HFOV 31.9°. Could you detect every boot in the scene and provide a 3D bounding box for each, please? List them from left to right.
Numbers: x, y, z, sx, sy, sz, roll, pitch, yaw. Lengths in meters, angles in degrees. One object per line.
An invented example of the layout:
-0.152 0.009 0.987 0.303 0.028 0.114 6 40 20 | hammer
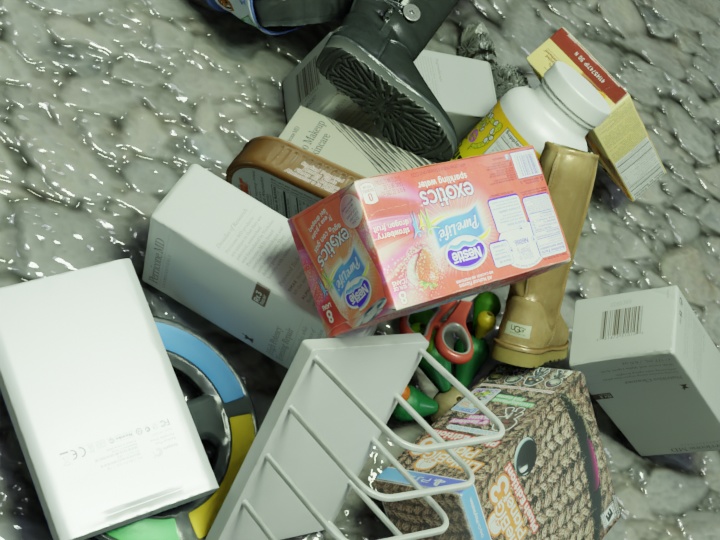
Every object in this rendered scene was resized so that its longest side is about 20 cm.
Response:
0.061 -0.222 1.205 0.165 0.065 0.201 43 52 -21 | boot
0.184 -0.016 1.190 0.066 0.175 0.202 14 98 12 | boot

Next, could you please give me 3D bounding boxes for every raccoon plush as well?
0.185 -0.180 1.391 0.133 0.096 0.202 24 56 -33 | raccoon plush

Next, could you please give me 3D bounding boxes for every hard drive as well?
-0.205 0.097 0.976 0.131 0.025 0.201 -15 73 -32 | hard drive

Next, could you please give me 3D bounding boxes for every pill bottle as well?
0.152 -0.108 1.245 0.104 0.200 0.105 34 25 -19 | pill bottle

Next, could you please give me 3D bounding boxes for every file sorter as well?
-0.002 0.168 0.980 0.138 0.201 0.124 0 34 -47 | file sorter

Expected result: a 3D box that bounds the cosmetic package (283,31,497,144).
0.032 -0.171 1.268 0.199 0.102 0.075 5 67 -32 | cosmetic package

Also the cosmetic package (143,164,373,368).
-0.080 0.010 1.055 0.199 0.102 0.074 29 56 5 | cosmetic package

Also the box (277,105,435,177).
0.013 -0.072 1.175 0.199 0.069 0.082 23 43 4 | box

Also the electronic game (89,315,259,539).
-0.170 0.131 1.020 0.199 0.042 0.202 15 61 -29 | electronic game

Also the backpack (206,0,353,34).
-0.073 -0.326 1.211 0.153 0.201 0.190 21 40 26 | backpack

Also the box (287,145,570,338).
0.057 -0.024 0.990 0.199 0.094 0.103 -16 84 -39 | box

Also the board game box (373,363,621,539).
0.127 0.203 1.122 0.200 0.096 0.161 -37 117 -40 | board game box

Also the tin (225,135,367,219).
-0.032 -0.047 1.103 0.199 0.113 0.042 26 52 20 | tin

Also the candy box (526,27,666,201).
0.258 -0.165 1.364 0.116 0.055 0.200 54 8 30 | candy box

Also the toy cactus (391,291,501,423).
0.066 0.102 1.184 0.200 0.102 0.166 -37 110 -43 | toy cactus

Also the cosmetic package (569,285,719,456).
0.300 0.106 1.272 0.200 0.112 0.082 47 45 -39 | cosmetic package

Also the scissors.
0.091 0.021 1.171 0.073 0.014 0.200 30 37 2 | scissors
